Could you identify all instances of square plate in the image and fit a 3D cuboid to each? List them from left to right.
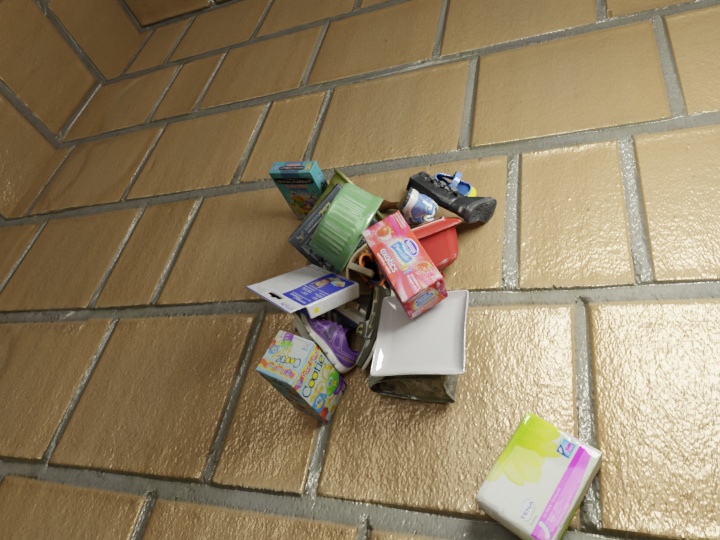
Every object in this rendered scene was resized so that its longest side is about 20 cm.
[{"bbox_3d":[0.127,0.134,1.118,0.194,0.029,0.203,-7,48,23],"label":"square plate"}]

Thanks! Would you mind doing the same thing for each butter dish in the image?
[{"bbox_3d":[0.170,-0.041,1.323,0.196,0.151,0.199,-18,4,11],"label":"butter dish"}]

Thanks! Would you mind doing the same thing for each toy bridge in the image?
[{"bbox_3d":[0.000,0.000,1.307,0.066,0.027,0.203,19,79,15],"label":"toy bridge"}]

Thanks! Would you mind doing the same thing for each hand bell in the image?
[{"bbox_3d":[0.101,-0.181,1.515,0.198,0.104,0.105,8,57,46],"label":"hand bell"}]

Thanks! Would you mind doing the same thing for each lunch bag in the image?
[{"bbox_3d":[0.114,0.189,1.179,0.196,0.118,0.166,-5,49,29],"label":"lunch bag"}]

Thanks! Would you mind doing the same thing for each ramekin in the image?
[{"bbox_3d":[-0.036,-0.107,1.268,0.097,0.200,0.202,31,66,-1],"label":"ramekin"}]

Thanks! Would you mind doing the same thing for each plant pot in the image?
[{"bbox_3d":[-0.063,-0.145,1.495,0.184,0.200,0.201,-45,47,2],"label":"plant pot"}]

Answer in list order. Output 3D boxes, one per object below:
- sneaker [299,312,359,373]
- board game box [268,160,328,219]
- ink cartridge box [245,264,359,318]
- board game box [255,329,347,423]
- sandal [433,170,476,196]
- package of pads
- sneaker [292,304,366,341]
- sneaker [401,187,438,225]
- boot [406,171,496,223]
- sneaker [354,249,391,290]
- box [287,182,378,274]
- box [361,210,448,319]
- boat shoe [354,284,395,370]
[{"bbox_3d":[-0.074,0.146,1.282,0.083,0.081,0.201,-38,91,-3],"label":"sneaker"},{"bbox_3d":[-0.161,-0.232,1.586,0.148,0.201,0.048,5,55,29],"label":"board game box"},{"bbox_3d":[-0.136,0.052,1.256,0.198,0.048,0.196,-23,30,-34],"label":"ink cartridge box"},{"bbox_3d":[-0.126,0.239,1.197,0.103,0.201,0.104,14,60,33],"label":"board game box"},{"bbox_3d":[0.220,-0.238,1.484,0.197,0.087,0.081,5,58,31],"label":"sandal"},{"bbox_3d":[0.317,0.376,0.962,0.153,0.069,0.201,25,67,37],"label":"package of pads"},{"bbox_3d":[-0.077,0.143,1.350,0.198,0.080,0.149,28,101,11],"label":"sneaker"},{"bbox_3d":[0.149,-0.143,1.329,0.076,0.200,0.077,25,92,10],"label":"sneaker"},{"bbox_3d":[0.236,-0.192,1.385,0.198,0.163,0.067,30,112,31],"label":"boot"},{"bbox_3d":[0.022,-0.023,1.392,0.077,0.113,0.201,-31,47,-1],"label":"sneaker"},{"bbox_3d":[-0.068,-0.100,1.397,0.200,0.157,0.051,-46,12,14],"label":"box"},{"bbox_3d":[0.094,-0.014,1.149,0.099,0.096,0.202,-29,58,0],"label":"box"},{"bbox_3d":[0.023,0.131,1.260,0.059,0.072,0.205,23,72,-5],"label":"boat shoe"}]
